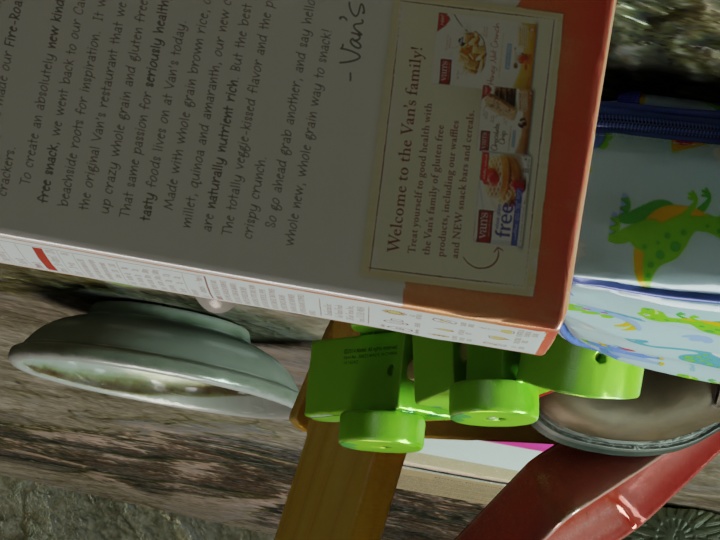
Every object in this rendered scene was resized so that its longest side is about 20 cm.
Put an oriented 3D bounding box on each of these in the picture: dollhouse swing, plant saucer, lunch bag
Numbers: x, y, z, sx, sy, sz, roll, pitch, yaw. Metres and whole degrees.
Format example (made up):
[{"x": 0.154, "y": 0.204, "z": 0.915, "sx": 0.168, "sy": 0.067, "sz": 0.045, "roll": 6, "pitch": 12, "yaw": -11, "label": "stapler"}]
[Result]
[{"x": 0.049, "y": 0.110, "z": 1.415, "sx": 0.181, "sy": 0.177, "sz": 0.200, "roll": 4, "pitch": 175, "yaw": -14, "label": "dollhouse swing"}, {"x": -0.128, "y": 0.055, "z": 1.758, "sx": 0.199, "sy": 0.050, "sz": 0.200, "roll": 9, "pitch": 171, "yaw": 1, "label": "plant saucer"}, {"x": 0.139, "y": -0.005, "z": 0.994, "sx": 0.160, "sy": 0.083, "sz": 0.200, "roll": 7, "pitch": 170, "yaw": 14, "label": "lunch bag"}, {"x": 0.109, "y": 0.108, "z": 1.300, "sx": 0.199, "sy": 0.037, "sz": 0.200, "roll": -28, "pitch": 163, "yaw": -38, "label": "plant saucer"}]

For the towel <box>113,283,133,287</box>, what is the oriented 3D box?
[{"x": -0.160, "y": -0.016, "z": 1.420, "sx": 0.148, "sy": 0.031, "sz": 0.200, "roll": 11, "pitch": 171, "yaw": -5, "label": "towel"}]

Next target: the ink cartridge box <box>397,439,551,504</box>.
[{"x": 0.070, "y": 0.112, "z": 1.822, "sx": 0.199, "sy": 0.075, "sz": 0.165, "roll": 11, "pitch": 170, "yaw": 0, "label": "ink cartridge box"}]

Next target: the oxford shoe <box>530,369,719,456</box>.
[{"x": 0.165, "y": 0.030, "z": 1.188, "sx": 0.199, "sy": 0.073, "sz": 0.084, "roll": -11, "pitch": 158, "yaw": -12, "label": "oxford shoe"}]

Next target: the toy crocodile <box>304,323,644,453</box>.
[{"x": 0.043, "y": 0.042, "z": 1.170, "sx": 0.062, "sy": 0.068, "sz": 0.200, "roll": 13, "pitch": 163, "yaw": -35, "label": "toy crocodile"}]

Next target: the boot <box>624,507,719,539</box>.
[{"x": 0.295, "y": 0.259, "z": 2.545, "sx": 0.174, "sy": 0.066, "sz": 0.200, "roll": 21, "pitch": 172, "yaw": 11, "label": "boot"}]

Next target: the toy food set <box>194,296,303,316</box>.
[{"x": 0.000, "y": 0.000, "z": 1.247, "sx": 0.199, "sy": 0.061, "sz": 0.143, "roll": 2, "pitch": 168, "yaw": 42, "label": "toy food set"}]

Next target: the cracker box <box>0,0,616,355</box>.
[{"x": -0.039, "y": -0.063, "z": 0.666, "sx": 0.199, "sy": 0.135, "sz": 0.058, "roll": 10, "pitch": 172, "yaw": 1, "label": "cracker box"}]
